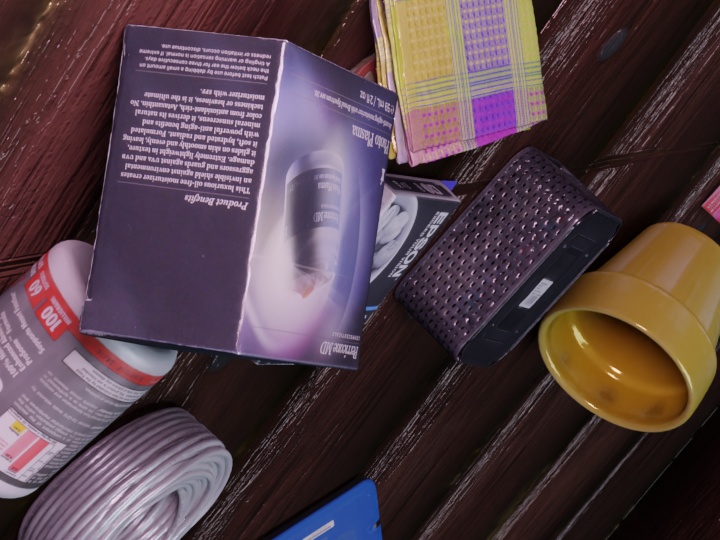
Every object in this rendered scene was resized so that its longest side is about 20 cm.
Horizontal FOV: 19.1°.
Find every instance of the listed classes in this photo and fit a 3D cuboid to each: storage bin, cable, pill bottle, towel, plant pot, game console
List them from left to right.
[{"bbox_3d":[-0.232,0.083,1.461,0.200,0.116,0.116,-42,162,13],"label":"pill bottle"},{"bbox_3d":[-0.203,0.206,1.852,0.200,0.069,0.200,-49,161,9],"label":"cable"},{"bbox_3d":[-0.081,0.330,2.420,0.200,0.118,0.171,-29,124,-37],"label":"game console"},{"bbox_3d":[0.074,-0.163,1.608,0.023,0.144,0.200,-2,-169,37],"label":"towel"},{"bbox_3d":[0.144,-0.010,2.072,0.200,0.094,0.135,-49,160,10],"label":"storage bin"},{"bbox_3d":[0.334,0.051,2.456,0.189,0.201,0.201,-52,167,-32],"label":"plant pot"}]

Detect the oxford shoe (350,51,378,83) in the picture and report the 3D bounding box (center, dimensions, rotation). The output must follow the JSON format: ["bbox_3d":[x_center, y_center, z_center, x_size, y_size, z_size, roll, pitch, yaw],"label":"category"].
[{"bbox_3d":[0.031,-0.149,1.639,0.075,0.071,0.200,-21,-174,43],"label":"oxford shoe"}]

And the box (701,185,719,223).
[{"bbox_3d":[0.526,-0.118,2.604,0.200,0.103,0.095,-50,160,18],"label":"box"}]

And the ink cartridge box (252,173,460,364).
[{"bbox_3d":[0.000,0.000,1.881,0.198,0.043,0.200,-51,161,16],"label":"ink cartridge box"}]

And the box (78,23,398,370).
[{"bbox_3d":[-0.073,-0.041,1.400,0.200,0.123,0.199,12,86,-67],"label":"box"}]
